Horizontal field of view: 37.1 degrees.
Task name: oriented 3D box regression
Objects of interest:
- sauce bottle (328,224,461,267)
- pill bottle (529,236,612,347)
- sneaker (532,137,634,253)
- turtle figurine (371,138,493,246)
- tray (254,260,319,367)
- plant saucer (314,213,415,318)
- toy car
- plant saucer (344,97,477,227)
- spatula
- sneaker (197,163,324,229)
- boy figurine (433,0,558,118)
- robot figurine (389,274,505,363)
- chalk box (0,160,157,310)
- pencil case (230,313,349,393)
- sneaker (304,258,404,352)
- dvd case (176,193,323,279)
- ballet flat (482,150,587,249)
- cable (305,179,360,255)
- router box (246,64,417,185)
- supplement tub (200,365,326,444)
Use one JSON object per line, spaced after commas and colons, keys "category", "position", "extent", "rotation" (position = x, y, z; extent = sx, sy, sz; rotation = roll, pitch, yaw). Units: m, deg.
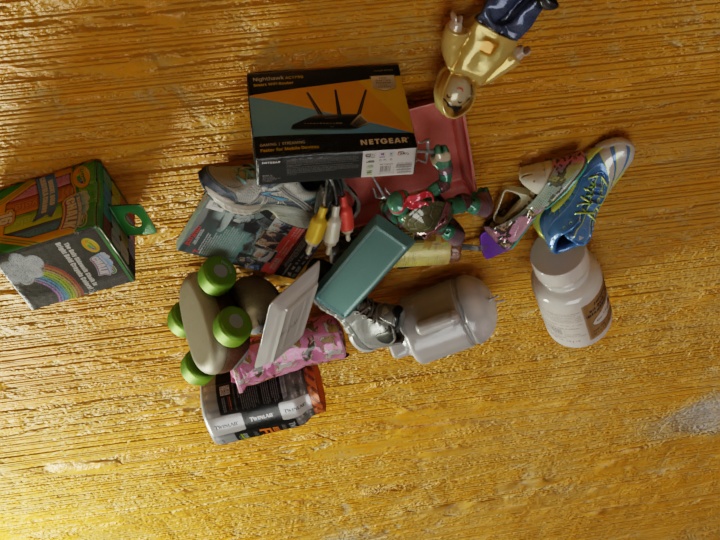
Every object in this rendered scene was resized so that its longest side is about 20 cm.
{"category": "sauce bottle", "position": [0.051, -0.036, 1.602], "extent": [0.196, 0.067, 0.067], "rotation": [-4, 142, -11]}
{"category": "pill bottle", "position": [0.332, 0.026, 1.707], "extent": [0.113, 0.116, 0.201], "rotation": [-18, 141, 10]}
{"category": "sneaker", "position": [0.335, -0.098, 1.560], "extent": [0.075, 0.106, 0.200], "rotation": [15, 136, -29]}
{"category": "turtle figurine", "position": [0.087, -0.093, 1.461], "extent": [0.149, 0.102, 0.198], "rotation": [-28, 150, 37]}
{"category": "tray", "position": [-0.104, 0.073, 1.588], "extent": [0.107, 0.022, 0.201], "rotation": [-41, 164, -31]}
{"category": "plant saucer", "position": [0.000, 0.000, 1.545], "extent": [0.069, 0.019, 0.200], "rotation": [33, 132, -8]}
{"category": "toy car", "position": [-0.168, 0.071, 1.630], "extent": [0.197, 0.160, 0.164], "rotation": [-5, 154, -35]}
{"category": "plant saucer", "position": [0.054, -0.155, 1.479], "extent": [0.196, 0.037, 0.201], "rotation": [-14, 141, 4]}
{"category": "spatula", "position": [0.150, -0.032, 1.665], "extent": [0.196, 0.021, 0.057], "rotation": [-14, 129, 7]}
{"category": "sneaker", "position": [-0.127, -0.124, 1.455], "extent": [0.198, 0.078, 0.087], "rotation": [9, 132, -37]}
{"category": "boy figurine", "position": [0.148, -0.275, 1.316], "extent": [0.123, 0.065, 0.200], "rotation": [21, 123, -34]}
{"category": "robot figurine", "position": [0.136, 0.078, 1.724], "extent": [0.197, 0.115, 0.170], "rotation": [-21, -179, 12]}
{"category": "chalk box", "position": [-0.374, -0.053, 1.435], "extent": [0.197, 0.125, 0.126], "rotation": [-15, 141, 5]}
{"category": "pencil case", "position": [-0.121, 0.132, 1.736], "extent": [0.197, 0.083, 0.088], "rotation": [-18, 122, -6]}
{"category": "sneaker", "position": [0.007, 0.049, 1.645], "extent": [0.114, 0.076, 0.200], "rotation": [-4, 139, 40]}
{"category": "dvd case", "position": [-0.151, -0.057, 1.564], "extent": [0.197, 0.022, 0.146], "rotation": [13, 136, -29]}
{"category": "ballet flat", "position": [0.246, -0.110, 1.566], "extent": [0.070, 0.070, 0.200], "rotation": [30, 130, -12]}
{"category": "cable", "position": [-0.030, -0.110, 1.438], "extent": [0.096, 0.050, 0.202], "rotation": [-21, 142, -28]}
{"category": "router box", "position": [-0.039, -0.183, 1.330], "extent": [0.196, 0.151, 0.051], "rotation": [-5, 143, -8]}
{"category": "supplement tub", "position": [-0.163, 0.215, 1.817], "extent": [0.196, 0.124, 0.123], "rotation": [-14, 142, 5]}
